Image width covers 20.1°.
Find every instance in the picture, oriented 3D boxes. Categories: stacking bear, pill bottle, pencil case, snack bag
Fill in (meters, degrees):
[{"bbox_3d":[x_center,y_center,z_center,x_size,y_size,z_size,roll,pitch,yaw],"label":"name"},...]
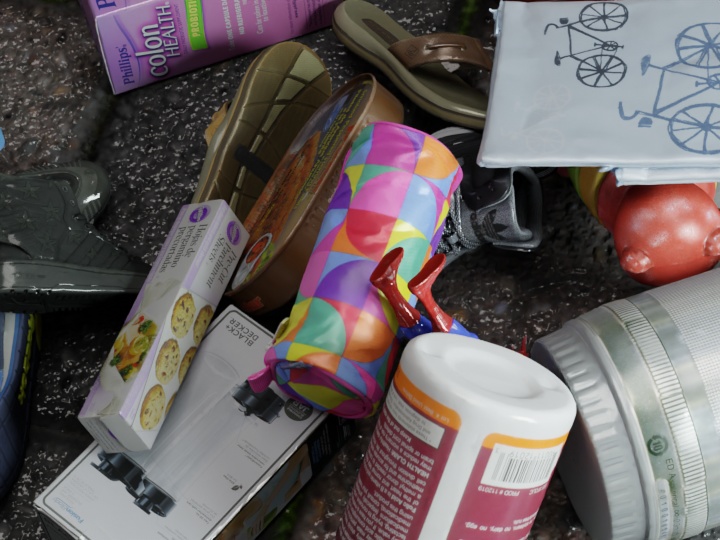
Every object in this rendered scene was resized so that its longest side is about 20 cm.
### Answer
[{"bbox_3d":[0.201,-0.064,1.418,0.121,0.114,0.200,-8,39,-1],"label":"stacking bear"},{"bbox_3d":[0.049,0.151,1.265,0.114,0.200,0.114,18,18,-6],"label":"pill bottle"},{"bbox_3d":[0.000,0.000,1.357,0.088,0.088,0.200,17,68,15],"label":"pencil case"},{"bbox_3d":[0.181,-0.125,1.390,0.199,0.021,0.189,0,44,10],"label":"snack bag"}]

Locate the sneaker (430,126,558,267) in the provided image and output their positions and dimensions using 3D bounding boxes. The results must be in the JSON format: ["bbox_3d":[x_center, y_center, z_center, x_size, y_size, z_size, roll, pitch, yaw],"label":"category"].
[{"bbox_3d":[0.057,-0.027,1.438,0.114,0.076,0.200,10,49,45],"label":"sneaker"}]

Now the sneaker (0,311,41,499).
[{"bbox_3d":[-0.274,0.083,1.418,0.082,0.074,0.200,-1,48,3],"label":"sneaker"}]

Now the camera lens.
[{"bbox_3d":[0.229,0.083,1.324,0.199,0.160,0.160,-18,57,-7],"label":"camera lens"}]

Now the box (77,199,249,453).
[{"bbox_3d":[-0.132,0.036,1.386,0.039,0.041,0.200,-7,42,32],"label":"box"}]

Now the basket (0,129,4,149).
[{"bbox_3d":[-0.354,-0.107,1.493,0.176,0.139,0.200,-16,27,-6],"label":"basket"}]

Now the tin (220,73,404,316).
[{"bbox_3d":[-0.035,-0.054,1.455,0.042,0.112,0.200,36,66,-15],"label":"tin"}]

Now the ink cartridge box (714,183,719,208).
[{"bbox_3d":[0.355,-0.131,1.475,0.128,0.125,0.200,25,60,18],"label":"ink cartridge box"}]

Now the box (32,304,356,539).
[{"bbox_3d":[-0.110,0.133,1.377,0.117,0.060,0.200,33,64,23],"label":"box"}]

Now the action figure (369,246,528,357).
[{"bbox_3d":[0.078,0.069,1.337,0.065,0.200,0.052,5,44,45],"label":"action figure"}]

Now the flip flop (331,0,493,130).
[{"bbox_3d":[0.060,-0.161,1.543,0.200,0.058,0.081,41,24,31],"label":"flip flop"}]

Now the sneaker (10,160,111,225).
[{"bbox_3d":[-0.271,-0.035,1.471,0.200,0.091,0.067,-22,75,-16],"label":"sneaker"}]

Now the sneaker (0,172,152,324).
[{"bbox_3d":[-0.208,-0.023,1.431,0.199,0.060,0.104,5,64,-33],"label":"sneaker"}]

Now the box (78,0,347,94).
[{"bbox_3d":[-0.134,-0.261,1.615,0.200,0.097,0.176,-19,58,-7],"label":"box"}]

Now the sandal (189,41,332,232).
[{"bbox_3d":[-0.087,-0.090,1.523,0.054,0.080,0.200,2,58,45],"label":"sandal"}]

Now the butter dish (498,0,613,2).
[{"bbox_3d":[0.176,-0.247,1.554,0.199,0.200,0.148,-17,81,-7],"label":"butter dish"}]
